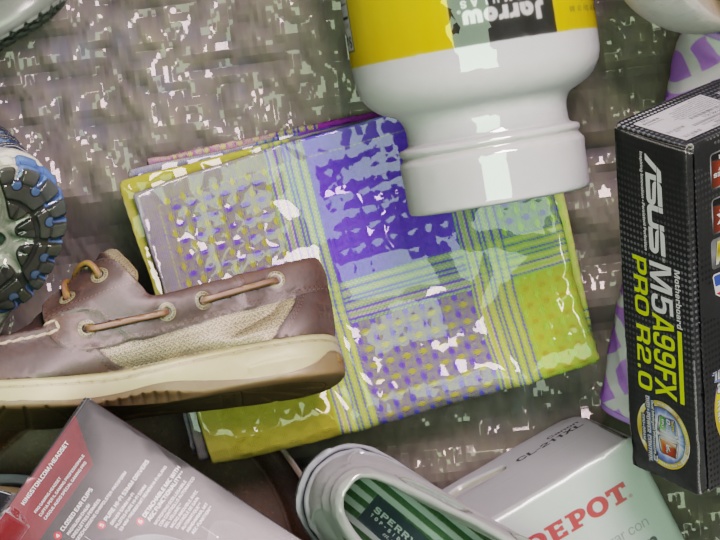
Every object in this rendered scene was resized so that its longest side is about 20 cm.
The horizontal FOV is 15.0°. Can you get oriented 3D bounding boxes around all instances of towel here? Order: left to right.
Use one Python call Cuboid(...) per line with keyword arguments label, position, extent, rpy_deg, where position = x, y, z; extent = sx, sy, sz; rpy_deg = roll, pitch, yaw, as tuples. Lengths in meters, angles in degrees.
Cuboid(label="towel", position=(0.000, 0.000, 1.252), extent=(0.199, 0.023, 0.145), rpy_deg=(-13, 86, -1))

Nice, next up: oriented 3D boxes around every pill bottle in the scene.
Cuboid(label="pill bottle", position=(0.045, -0.129, 1.193), extent=(0.111, 0.111, 0.201), rpy_deg=(-10, 93, 2))

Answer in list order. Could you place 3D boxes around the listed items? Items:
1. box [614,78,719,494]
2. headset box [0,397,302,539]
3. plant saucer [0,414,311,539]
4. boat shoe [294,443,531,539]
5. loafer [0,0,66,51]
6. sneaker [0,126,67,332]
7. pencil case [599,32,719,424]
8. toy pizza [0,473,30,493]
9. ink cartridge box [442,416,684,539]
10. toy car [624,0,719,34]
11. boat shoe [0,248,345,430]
Cuboid(label="box", position=(0.197, -0.015, 1.185), extent=(0.199, 0.044, 0.161), rpy_deg=(-23, 119, -34))
Cuboid(label="headset box", position=(-0.092, 0.163, 1.150), extent=(0.199, 0.077, 0.149), rpy_deg=(32, 71, 8))
Cuboid(label="plant saucer", position=(-0.112, 0.142, 1.290), extent=(0.199, 0.034, 0.202), rpy_deg=(0, 101, -1))
Cuboid(label="boat shoe", position=(0.056, 0.148, 1.172), extent=(0.199, 0.067, 0.074), rpy_deg=(32, 87, -11))
Cuboid(label="loafer", position=(-0.231, -0.102, 1.233), extent=(0.199, 0.075, 0.070), rpy_deg=(-29, 92, -4))
Cuboid(label="sneaker", position=(-0.199, 0.019, 1.251), extent=(0.077, 0.085, 0.200), rpy_deg=(23, 112, -32))
Cuboid(label="pencil case", position=(0.165, -0.017, 1.237), extent=(0.083, 0.086, 0.201), rpy_deg=(9, 101, -7))
Cuboid(label="toy pizza", position=(-0.173, 0.184, 1.212), extent=(0.199, 0.032, 0.201), rpy_deg=(-6, 67, 15))
Cuboid(label="ink cartridge box", position=(0.097, 0.190, 1.260), extent=(0.145, 0.083, 0.201), rpy_deg=(-30, 99, -8))
Cuboid(label="toy car", position=(0.193, -0.197, 1.175), extent=(0.174, 0.150, 0.201), rpy_deg=(-24, 69, 33))
Cuboid(label="boat shoe", position=(-0.108, 0.027, 1.206), extent=(0.199, 0.072, 0.072), rpy_deg=(-6, 79, -5))
